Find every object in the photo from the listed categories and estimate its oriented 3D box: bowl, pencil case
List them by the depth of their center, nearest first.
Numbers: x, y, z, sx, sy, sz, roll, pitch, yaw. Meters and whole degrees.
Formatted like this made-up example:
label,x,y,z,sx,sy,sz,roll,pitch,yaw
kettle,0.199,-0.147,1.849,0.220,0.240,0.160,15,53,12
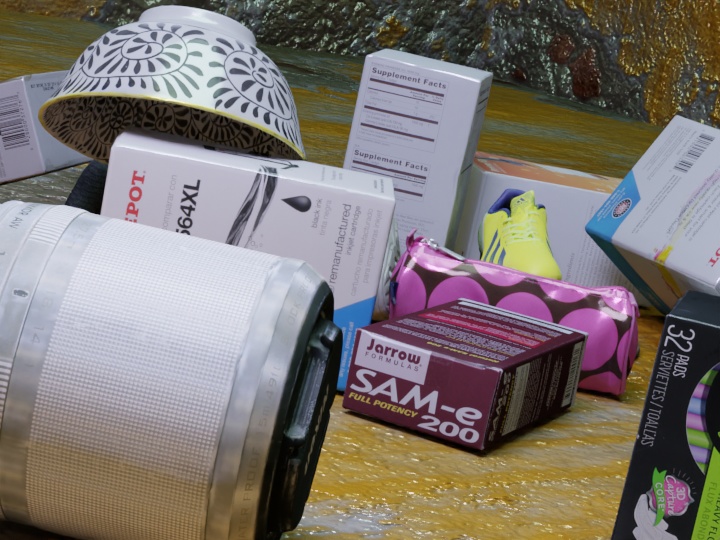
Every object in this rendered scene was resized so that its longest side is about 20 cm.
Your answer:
label,x,y,z,sx,sy,sz,roll,pitch,yaw
bowl,-0.129,-0.134,1.442,0.200,0.094,0.201,9,-15,3
pencil case,0.120,0.033,1.534,0.200,0.094,0.091,13,16,3

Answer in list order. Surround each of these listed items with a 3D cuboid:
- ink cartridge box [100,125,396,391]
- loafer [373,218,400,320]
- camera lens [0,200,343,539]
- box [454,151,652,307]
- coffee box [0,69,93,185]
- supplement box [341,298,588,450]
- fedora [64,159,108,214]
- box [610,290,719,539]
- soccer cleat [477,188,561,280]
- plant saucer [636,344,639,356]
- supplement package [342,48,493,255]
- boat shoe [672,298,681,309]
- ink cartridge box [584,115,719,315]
label,x,y,z,sx,sy,sz,roll,pitch,yaw
ink cartridge box,-0.087,-0.008,1.381,0.200,0.146,0.084,10,13,-3
loafer,0.000,0.000,1.666,0.070,0.070,0.200,-6,12,2
camera lens,-0.117,0.057,0.979,0.200,0.160,0.160,13,11,5
box,0.190,-0.045,1.971,0.200,0.106,0.152,10,11,-13
coffee box,-0.326,-0.100,1.572,0.200,0.080,0.113,-11,5,17
supplement box,0.078,0.070,1.386,0.109,0.061,0.200,16,11,22
fedora,-0.182,-0.039,1.570,0.200,0.092,0.201,11,11,-2
box,0.265,0.110,1.148,0.200,0.149,0.124,15,10,13
soccer cleat,0.140,-0.028,1.737,0.065,0.084,0.200,11,11,-6
plant saucer,0.149,0.037,1.715,0.200,0.030,0.200,12,10,-2
supplement package,0.045,-0.096,1.823,0.109,0.200,0.114,13,10,7
boat shoe,0.310,0.064,1.639,0.065,0.075,0.202,9,3,-7
ink cartridge box,0.344,-0.026,1.804,0.146,0.147,0.200,44,-8,-32
